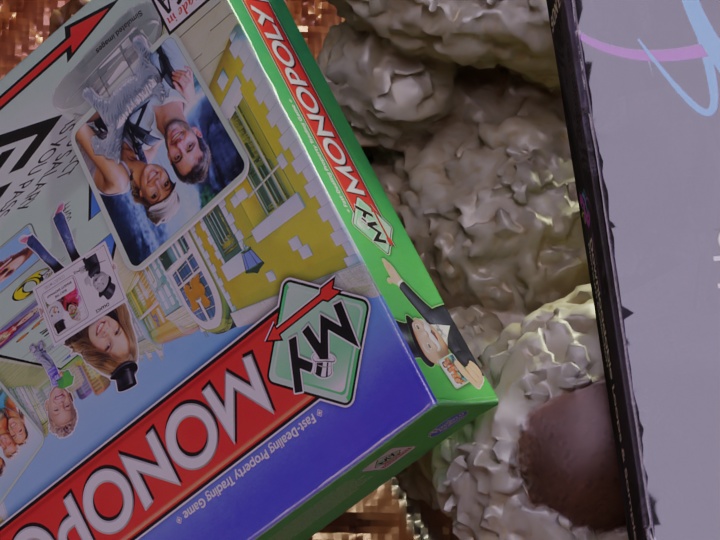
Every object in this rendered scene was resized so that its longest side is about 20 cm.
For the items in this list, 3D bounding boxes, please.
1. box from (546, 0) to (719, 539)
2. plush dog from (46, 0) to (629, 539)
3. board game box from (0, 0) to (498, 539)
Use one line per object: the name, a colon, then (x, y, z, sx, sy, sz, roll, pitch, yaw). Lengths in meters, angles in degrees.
box: (0.149, -0.011, 0.653, 0.200, 0.036, 0.143, -5, 75, -6)
plush dog: (0.000, 0.000, 0.756, 0.172, 0.160, 0.200, -15, 81, 10)
board game box: (-0.074, 0.027, 0.716, 0.200, 0.029, 0.135, -38, 68, 28)
